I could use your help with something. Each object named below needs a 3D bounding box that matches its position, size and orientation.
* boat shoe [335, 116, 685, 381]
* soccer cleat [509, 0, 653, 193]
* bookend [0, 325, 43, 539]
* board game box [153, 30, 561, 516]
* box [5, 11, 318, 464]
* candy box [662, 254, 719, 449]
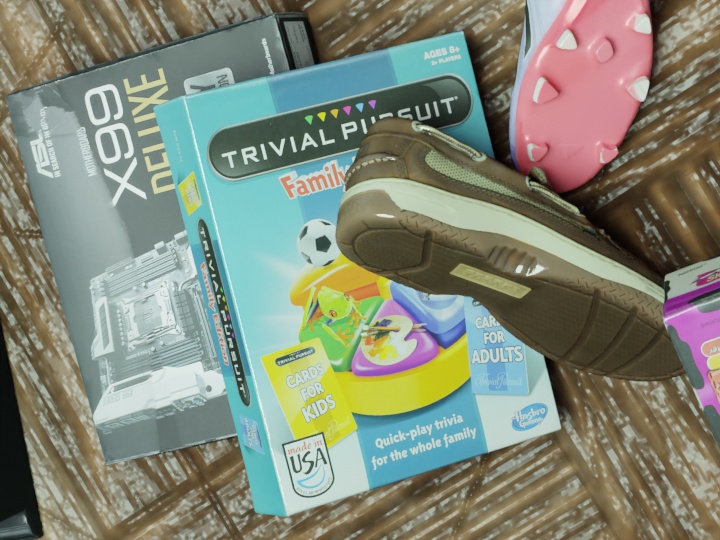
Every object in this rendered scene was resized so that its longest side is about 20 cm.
[{"bbox_3d":[0.083,-0.015,1.051,0.075,0.202,0.075,-32,41,46],"label":"boat shoe"},{"bbox_3d":[0.104,-0.137,1.069,0.066,0.077,0.201,-1,114,-16],"label":"soccer cleat"},{"bbox_3d":[-0.260,0.066,1.137,0.092,0.199,0.201,-10,94,17],"label":"bookend"},{"bbox_3d":[0.000,0.000,1.076,0.150,0.047,0.201,-16,93,-23],"label":"board game box"},{"bbox_3d":[-0.080,-0.016,1.145,0.157,0.050,0.201,-13,93,19],"label":"box"},{"bbox_3d":[0.237,0.074,1.017,0.136,0.061,0.201,-21,104,16],"label":"candy box"}]
